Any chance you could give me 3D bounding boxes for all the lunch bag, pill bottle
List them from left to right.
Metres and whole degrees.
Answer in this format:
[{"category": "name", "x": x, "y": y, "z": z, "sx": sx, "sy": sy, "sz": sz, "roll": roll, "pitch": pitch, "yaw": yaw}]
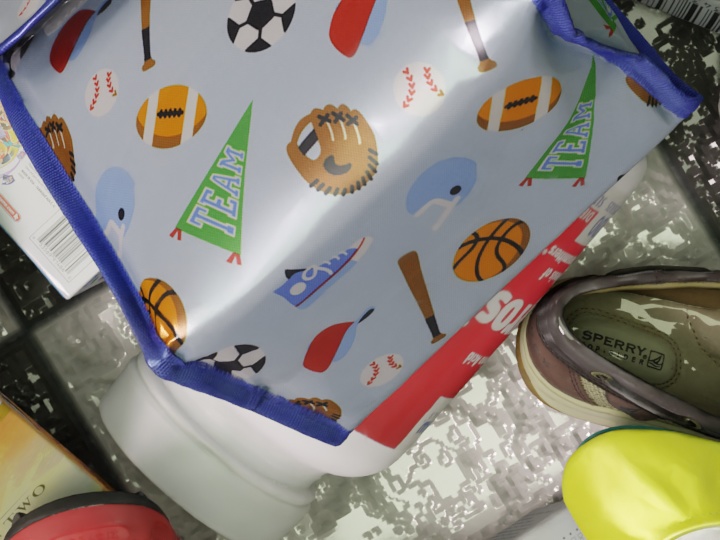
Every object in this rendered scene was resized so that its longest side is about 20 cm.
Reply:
[{"category": "lunch bag", "x": -0.025, "y": -0.078, "z": 0.714, "sx": 0.170, "sy": 0.124, "sz": 0.200, "roll": -42, "pitch": 54, "yaw": 14}, {"category": "pill bottle", "x": 0.000, "y": 0.000, "z": 0.814, "sx": 0.112, "sy": 0.112, "sz": 0.200, "roll": 41, "pitch": 99, "yaw": 1}]

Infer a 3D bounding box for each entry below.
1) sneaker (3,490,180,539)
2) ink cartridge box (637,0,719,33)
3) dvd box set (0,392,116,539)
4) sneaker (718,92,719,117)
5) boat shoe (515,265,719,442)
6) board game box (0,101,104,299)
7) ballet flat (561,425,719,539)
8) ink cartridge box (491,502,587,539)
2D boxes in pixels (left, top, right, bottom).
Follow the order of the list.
[{"category": "sneaker", "x": -0.082, "y": 0.168, "z": 0.778, "sx": 0.071, "sy": 0.098, "sz": 0.201, "roll": -11, "pitch": 138, "yaw": -8}, {"category": "ink cartridge box", "x": 0.095, "y": -0.204, "z": 0.808, "sx": 0.196, "sy": 0.043, "sz": 0.200, "roll": 22, "pitch": 77, "yaw": 3}, {"category": "dvd box set", "x": -0.142, "y": 0.124, "z": 0.790, "sx": 0.029, "sy": 0.200, "sz": 0.146, "roll": 38, "pitch": 81, "yaw": 31}, {"category": "sneaker", "x": 0.227, "y": -0.077, "z": 0.803, "sx": 0.200, "sy": 0.081, "sz": 0.084, "roll": -11, "pitch": 77, "yaw": 2}, {"category": "boat shoe", "x": 0.157, "y": 0.039, "z": 0.817, "sx": 0.200, "sy": 0.065, "sz": 0.073, "roll": 5, "pitch": 83, "yaw": 0}, {"category": "board game box", "x": -0.144, "y": -0.082, "z": 0.809, "sx": 0.034, "sy": 0.134, "sz": 0.200, "roll": -41, "pitch": 91, "yaw": 8}, {"category": "ballet flat", "x": 0.160, "y": 0.123, "z": 0.803, "sx": 0.200, "sy": 0.067, "sz": 0.067, "roll": 32, "pitch": 117, "yaw": -16}, {"category": "ink cartridge box", "x": 0.085, "y": 0.195, "z": 0.836, "sx": 0.200, "sy": 0.043, "sz": 0.197, "roll": -29, "pitch": 92, "yaw": -23}]
